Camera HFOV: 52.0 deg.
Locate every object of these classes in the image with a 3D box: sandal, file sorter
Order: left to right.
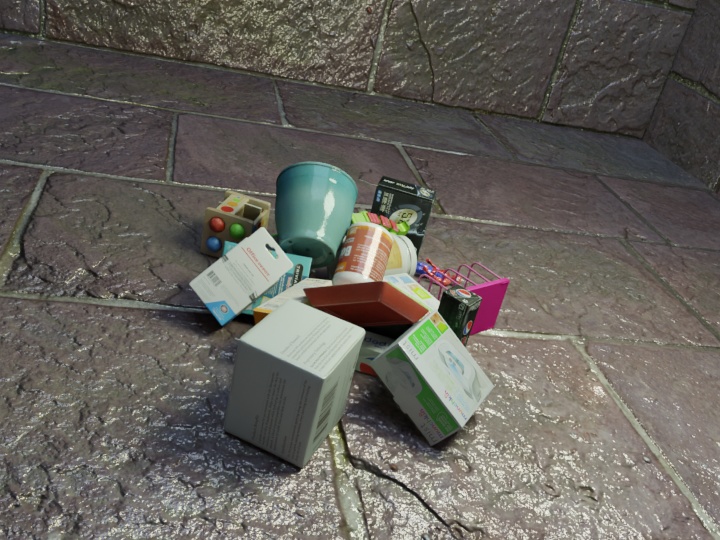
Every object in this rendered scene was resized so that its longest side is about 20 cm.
[{"bbox_3d":[0.066,0.126,1.623,0.199,0.076,0.048,5,49,31],"label":"sandal"},{"bbox_3d":[0.238,0.070,1.802,0.199,0.140,0.125,-11,36,-40],"label":"file sorter"}]

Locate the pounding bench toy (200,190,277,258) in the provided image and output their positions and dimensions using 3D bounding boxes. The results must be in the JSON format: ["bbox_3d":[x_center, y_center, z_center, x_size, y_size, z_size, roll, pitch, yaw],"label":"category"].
[{"bbox_3d":[-0.285,-0.096,1.876,0.198,0.125,0.156,17,28,5],"label":"pounding bench toy"}]

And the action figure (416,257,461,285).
[{"bbox_3d":[0.180,-0.003,2.011,0.198,0.052,0.065,21,25,8],"label":"action figure"}]

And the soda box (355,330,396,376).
[{"bbox_3d":[0.032,0.181,1.581,0.198,0.064,0.068,16,29,3],"label":"soda box"}]

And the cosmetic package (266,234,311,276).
[{"bbox_3d":[-0.204,-0.020,1.796,0.090,0.108,0.200,27,32,24],"label":"cosmetic package"}]

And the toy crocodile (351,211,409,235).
[{"bbox_3d":[0.049,-0.119,1.944,0.199,0.062,0.068,14,42,-40],"label":"toy crocodile"}]

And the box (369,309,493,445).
[{"bbox_3d":[0.142,0.209,1.461,0.201,0.097,0.176,53,35,4],"label":"box"}]

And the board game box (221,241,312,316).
[{"bbox_3d":[-0.220,0.030,1.653,0.198,0.153,0.047,11,-8,-7],"label":"board game box"}]

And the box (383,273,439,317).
[{"bbox_3d":[0.111,0.103,1.719,0.112,0.102,0.200,-8,35,-36],"label":"box"}]

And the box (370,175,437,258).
[{"bbox_3d":[0.108,-0.139,2.059,0.162,0.202,0.086,18,25,6],"label":"box"}]

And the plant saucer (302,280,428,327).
[{"bbox_3d":[0.012,0.076,1.521,0.198,0.037,0.200,-6,-23,31],"label":"plant saucer"}]

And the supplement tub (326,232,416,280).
[{"bbox_3d":[0.029,-0.021,1.865,0.198,0.146,0.145,-6,34,-34],"label":"supplement tub"}]

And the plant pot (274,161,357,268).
[{"bbox_3d":[-0.115,-0.117,1.725,0.198,0.201,0.190,11,58,-6],"label":"plant pot"}]

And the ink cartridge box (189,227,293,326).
[{"bbox_3d":[-0.255,0.013,1.591,0.116,0.200,0.068,51,-10,0],"label":"ink cartridge box"}]

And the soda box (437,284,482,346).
[{"bbox_3d":[0.193,0.136,1.591,0.070,0.202,0.063,30,30,29],"label":"soda box"}]

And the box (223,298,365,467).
[{"bbox_3d":[-0.118,0.197,1.335,0.170,0.201,0.200,21,27,14],"label":"box"}]

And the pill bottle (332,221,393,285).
[{"bbox_3d":[0.000,0.000,1.682,0.111,0.112,0.202,15,64,3],"label":"pill bottle"}]

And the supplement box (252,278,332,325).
[{"bbox_3d":[-0.134,0.109,1.555,0.073,0.127,0.200,6,21,30],"label":"supplement box"}]
